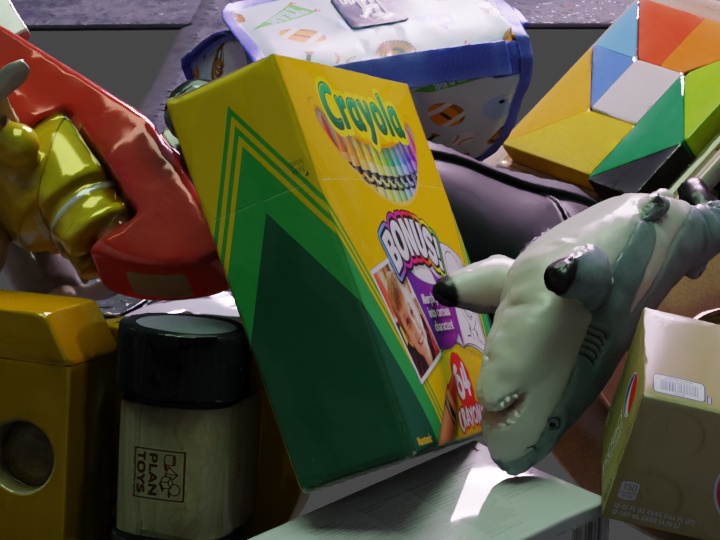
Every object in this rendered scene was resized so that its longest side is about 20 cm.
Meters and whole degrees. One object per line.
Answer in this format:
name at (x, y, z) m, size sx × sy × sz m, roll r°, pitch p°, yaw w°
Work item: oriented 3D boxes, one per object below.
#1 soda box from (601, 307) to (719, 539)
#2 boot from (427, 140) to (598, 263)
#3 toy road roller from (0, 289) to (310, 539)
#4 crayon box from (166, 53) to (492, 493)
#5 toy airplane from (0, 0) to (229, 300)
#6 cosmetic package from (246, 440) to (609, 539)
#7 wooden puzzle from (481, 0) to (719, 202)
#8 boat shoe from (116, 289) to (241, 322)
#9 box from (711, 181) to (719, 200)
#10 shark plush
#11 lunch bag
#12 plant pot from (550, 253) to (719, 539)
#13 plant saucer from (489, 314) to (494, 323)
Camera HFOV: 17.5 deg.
soda box at (0.204, 0.081, 0.971) m, size 0.199 × 0.068 × 0.064 m, roll 13°, pitch 34°, yaw -1°
boot at (0.084, 0.006, 1.162) m, size 0.199 × 0.077 × 0.168 m, roll 7°, pitch 22°, yaw -34°
toy road roller at (-0.116, 0.071, 1.031) m, size 0.199 × 0.124 × 0.146 m, roll 6°, pitch 8°, yaw 16°
crayon box at (0.000, 0.000, 1.035) m, size 0.058 × 0.173 × 0.200 m, roll -20°, pitch -5°, yaw 16°
toy airplane at (-0.164, -0.055, 1.074) m, size 0.141 × 0.200 × 0.199 m, roll -51°, pitch 24°, yaw -18°
cosmetic package at (0.005, 0.132, 0.948) m, size 0.199 × 0.051 × 0.082 m, roll -19°, pitch 30°, yaw -39°
wooden puzzle at (0.166, -0.096, 1.384) m, size 0.185 × 0.037 × 0.200 m, roll -47°, pitch 31°, yaw -13°
boat shoe at (-0.091, 0.031, 1.186) m, size 0.091 × 0.071 × 0.200 m, roll 23°, pitch 25°, yaw 38°
box at (0.265, -0.076, 1.424) m, size 0.199 × 0.050 × 0.198 m, roll -16°, pitch 20°, yaw -30°
shark plush at (0.115, 0.012, 1.041) m, size 0.091 × 0.084 × 0.200 m, roll -14°, pitch 13°, yaw 43°
lunch bag at (-0.004, -0.108, 1.382) m, size 0.169 × 0.124 × 0.200 m, roll -11°, pitch -1°, yaw -15°
plant pot at (0.175, 0.048, 1.069) m, size 0.199 × 0.028 × 0.201 m, roll 4°, pitch 46°, yaw -4°
plant saucer at (0.028, -0.007, 1.324) m, size 0.199 × 0.035 × 0.200 m, roll -1°, pitch 21°, yaw 0°
